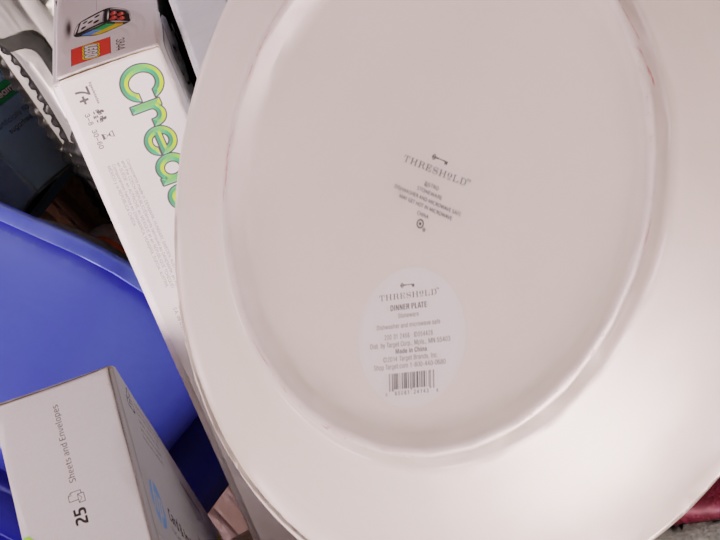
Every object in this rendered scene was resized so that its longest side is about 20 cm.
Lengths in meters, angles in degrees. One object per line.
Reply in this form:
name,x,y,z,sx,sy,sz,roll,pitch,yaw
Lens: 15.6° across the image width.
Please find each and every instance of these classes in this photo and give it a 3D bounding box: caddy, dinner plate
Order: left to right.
caddy,-0.124,0.029,0.942,0.199,0.105,0.142,24,158,20
dinner plate,0.022,-0.021,0.629,0.199,0.024,0.202,-5,82,41

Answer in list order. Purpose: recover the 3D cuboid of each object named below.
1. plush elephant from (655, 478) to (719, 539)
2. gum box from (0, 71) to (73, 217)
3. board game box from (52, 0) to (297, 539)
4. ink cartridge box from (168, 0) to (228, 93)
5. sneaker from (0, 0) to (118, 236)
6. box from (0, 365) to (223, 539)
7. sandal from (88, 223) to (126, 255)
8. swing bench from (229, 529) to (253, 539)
plush elephant,0.122,0.074,0.649,0.155,0.199,0.166,130,154,-54
gum box,-0.215,-0.071,1.034,0.200,0.045,0.170,46,138,0
board game box,-0.042,-0.003,0.802,0.126,0.034,0.201,-101,-9,-61
ink cartridge box,0.000,0.000,0.766,0.163,0.057,0.201,61,-174,-72
sneaker,-0.076,-0.068,0.911,0.201,0.080,0.074,57,168,-20
box,-0.045,0.148,0.742,0.156,0.041,0.201,68,-175,-62
sandal,-0.128,0.064,1.058,0.079,0.059,0.207,45,139,26
swing bench,-0.041,0.211,0.907,0.199,0.130,0.200,-34,81,13
